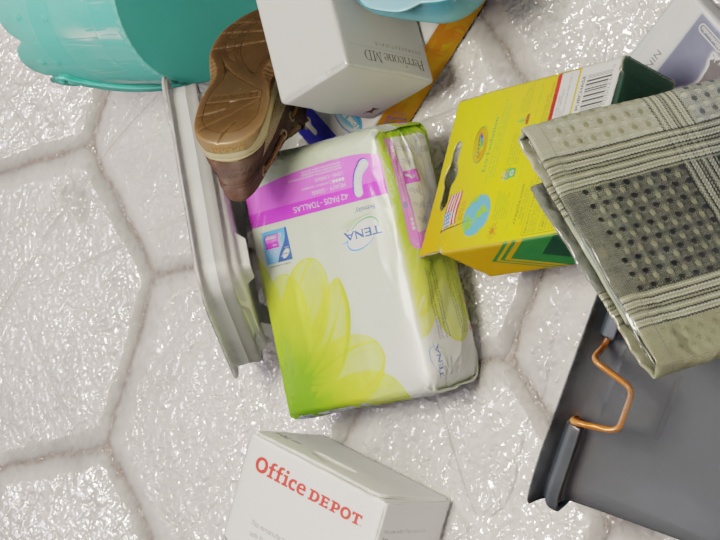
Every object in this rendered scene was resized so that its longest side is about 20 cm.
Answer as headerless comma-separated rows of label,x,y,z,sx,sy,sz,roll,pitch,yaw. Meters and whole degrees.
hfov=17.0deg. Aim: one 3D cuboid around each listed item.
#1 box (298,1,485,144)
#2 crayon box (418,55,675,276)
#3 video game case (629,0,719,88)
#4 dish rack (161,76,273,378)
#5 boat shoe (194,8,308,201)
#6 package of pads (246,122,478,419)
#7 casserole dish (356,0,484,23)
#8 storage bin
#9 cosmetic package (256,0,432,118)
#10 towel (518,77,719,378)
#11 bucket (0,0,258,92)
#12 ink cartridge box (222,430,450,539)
box,0.013,-0.180,1.825,0.119,0.041,0.201,49,120,33
crayon box,0.125,-0.068,1.658,0.199,0.051,0.128,-8,63,58
video game case,0.226,-0.061,1.633,0.183,0.023,0.200,-53,55,25
dish rack,-0.105,-0.035,1.843,0.043,0.172,0.201,-12,62,1
boat shoe,-0.073,-0.126,1.785,0.071,0.201,0.072,-4,127,14
package of pads,0.000,0.000,1.781,0.154,0.068,0.202,-12,91,41
casserole dish,0.067,-0.243,1.723,0.120,0.039,0.201,12,55,34
storage bin,0.207,0.081,1.551,0.133,0.145,0.201,23,107,17
cosmetic package,-0.025,-0.220,1.769,0.071,0.101,0.202,-27,70,36
towel,0.214,-0.031,1.509,0.193,0.199,0.035,63,152,25
bucket,-0.173,-0.239,1.892,0.134,0.206,0.209,11,93,41
ink cartridge box,-0.033,0.238,1.795,0.146,0.086,0.202,24,100,40
